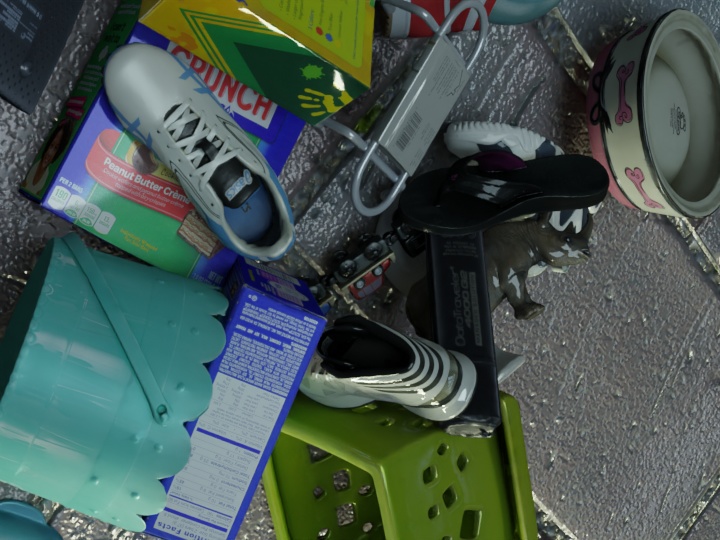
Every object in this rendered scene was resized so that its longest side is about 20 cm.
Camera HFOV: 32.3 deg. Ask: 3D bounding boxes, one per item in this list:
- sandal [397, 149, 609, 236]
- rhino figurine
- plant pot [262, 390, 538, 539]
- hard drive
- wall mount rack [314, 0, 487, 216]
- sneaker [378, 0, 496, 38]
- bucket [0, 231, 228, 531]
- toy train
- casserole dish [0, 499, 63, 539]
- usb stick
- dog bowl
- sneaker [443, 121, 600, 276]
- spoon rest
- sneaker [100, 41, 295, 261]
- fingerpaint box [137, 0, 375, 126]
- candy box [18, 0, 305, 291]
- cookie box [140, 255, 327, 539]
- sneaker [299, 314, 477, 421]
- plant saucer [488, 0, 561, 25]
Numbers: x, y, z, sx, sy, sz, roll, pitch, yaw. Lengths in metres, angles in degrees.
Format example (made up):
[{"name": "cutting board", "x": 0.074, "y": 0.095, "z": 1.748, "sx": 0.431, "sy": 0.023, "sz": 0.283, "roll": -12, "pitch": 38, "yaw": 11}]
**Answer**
[{"name": "sandal", "x": 0.124, "y": -0.080, "z": 1.081, "sx": 0.198, "sy": 0.076, "sz": 0.048, "roll": -12, "pitch": 136, "yaw": -17}, {"name": "rhino figurine", "x": 0.128, "y": 0.006, "z": 1.111, "sx": 0.199, "sy": 0.060, "sz": 0.088, "roll": -35, "pitch": 79, "yaw": -5}, {"name": "plant pot", "x": 0.040, "y": 0.193, "z": 1.105, "sx": 0.180, "sy": 0.198, "sz": 0.202, "roll": -25, "pitch": 113, "yaw": -32}, {"name": "hard drive", "x": -0.236, "y": -0.226, "z": 0.873, "sx": 0.135, "sy": 0.042, "sz": 0.202, "roll": 43, "pitch": 65, "yaw": -70}, {"name": "wall mount rack", "x": 0.040, "y": -0.135, "z": 1.055, "sx": 0.201, "sy": 0.074, "sz": 0.174, "roll": -58, "pitch": 147, "yaw": -6}, {"name": "sneaker", "x": 0.075, "y": -0.299, "z": 1.055, "sx": 0.111, "sy": 0.071, "sz": 0.203, "roll": -1, "pitch": 111, "yaw": -7}, {"name": "bucket", "x": -0.197, "y": 0.080, "z": 0.919, "sx": 0.134, "sy": 0.207, "sz": 0.209, "roll": 22, "pitch": 90, "yaw": -19}, {"name": "toy train", "x": 0.000, "y": 0.000, "z": 1.103, "sx": 0.199, "sy": 0.034, "sz": 0.046, "roll": -35, "pitch": 118, "yaw": -5}, {"name": "casserole dish", "x": -0.310, "y": 0.284, "z": 0.997, "sx": 0.120, "sy": 0.039, "sz": 0.202, "roll": 28, "pitch": 87, "yaw": -33}, {"name": "usb stick", "x": 0.084, "y": 0.044, "z": 1.039, "sx": 0.055, "sy": 0.033, "sz": 0.202, "roll": 3, "pitch": 59, "yaw": -10}, {"name": "dog bowl", "x": 0.292, "y": -0.148, "z": 1.214, "sx": 0.199, "sy": 0.073, "sz": 0.203, "roll": 6, "pitch": 82, "yaw": -49}, {"name": "sneaker", "x": 0.145, "y": -0.056, "z": 1.171, "sx": 0.198, "sy": 0.079, "sz": 0.131, "roll": 21, "pitch": 82, "yaw": -44}, {"name": "spoon rest", "x": 0.082, "y": 0.014, "z": 1.173, "sx": 0.099, "sy": 0.060, "sz": 0.201, "roll": -36, "pitch": 105, "yaw": -20}, {"name": "sneaker", "x": -0.112, "y": -0.088, "z": 0.918, "sx": 0.072, "sy": 0.072, "sz": 0.200, "roll": -46, "pitch": 120, "yaw": -13}, {"name": "fingerpaint box", "x": -0.070, "y": -0.238, "z": 0.941, "sx": 0.166, "sy": 0.073, "sz": 0.202, "roll": 27, "pitch": 52, "yaw": -34}, {"name": "candy box", "x": -0.145, "y": -0.107, "z": 0.981, "sx": 0.168, "sy": 0.077, "sz": 0.202, "roll": 30, "pitch": 84, "yaw": -33}, {"name": "cookie box", "x": -0.104, "y": 0.102, "z": 0.990, "sx": 0.074, "sy": 0.171, "sz": 0.202, "roll": 22, "pitch": 95, "yaw": -11}, {"name": "sneaker", "x": -0.012, "y": 0.062, "z": 0.996, "sx": 0.115, "sy": 0.199, "sz": 0.077, "roll": 34, "pitch": 69, "yaw": -42}, {"name": "plant saucer", "x": 0.147, "y": -0.327, "z": 1.139, "sx": 0.198, "sy": 0.027, "sz": 0.203, "roll": -8, "pitch": 106, "yaw": -29}]
